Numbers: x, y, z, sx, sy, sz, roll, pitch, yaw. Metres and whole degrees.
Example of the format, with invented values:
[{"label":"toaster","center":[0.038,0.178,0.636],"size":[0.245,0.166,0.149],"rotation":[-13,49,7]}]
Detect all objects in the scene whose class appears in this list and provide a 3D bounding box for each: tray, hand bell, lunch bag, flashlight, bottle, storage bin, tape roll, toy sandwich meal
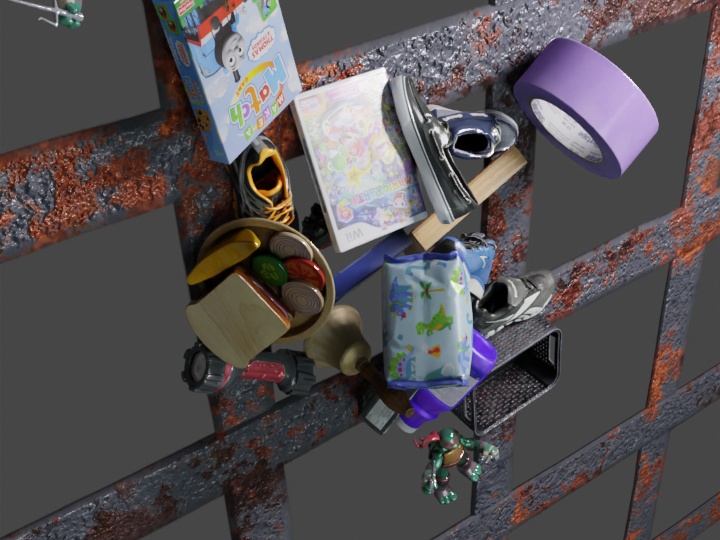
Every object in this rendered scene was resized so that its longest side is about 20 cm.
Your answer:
[{"label":"tray","center":[0.146,-0.096,1.408],"size":[0.199,0.037,0.099],"rotation":[-41,178,-12]},{"label":"hand bell","center":[0.012,0.142,1.369],"size":[0.103,0.200,0.106],"rotation":[-19,128,-27]},{"label":"lunch bag","center":[0.090,0.070,1.286],"size":[0.200,0.125,0.174],"rotation":[25,64,-76]},{"label":"flashlight","center":[-0.147,0.140,1.333],"size":[0.198,0.068,0.069],"rotation":[15,106,-43]},{"label":"bottle","center":[0.127,0.178,1.535],"size":[0.201,0.083,0.065],"rotation":[-51,180,28]},{"label":"storage bin","center":[0.236,0.164,1.641],"size":[0.198,0.094,0.137],"rotation":[-28,133,-23]},{"label":"tape roll","center":[0.318,-0.229,1.385],"size":[0.085,0.200,0.200],"rotation":[-47,136,-2]},{"label":"toy sandwich meal","center":[-0.130,0.029,1.213],"size":[0.071,0.201,0.208],"rotation":[-68,161,-55]}]

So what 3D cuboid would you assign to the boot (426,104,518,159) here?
[{"label":"boot","center":[0.169,-0.183,1.370],"size":[0.197,0.090,0.074],"rotation":[-3,119,-38]}]

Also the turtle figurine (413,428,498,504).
[{"label":"turtle figurine","center":[0.161,0.324,1.672],"size":[0.147,0.102,0.201],"rotation":[-22,148,-6]}]

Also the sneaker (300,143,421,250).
[{"label":"sneaker","center":[0.009,-0.081,1.317],"size":[0.200,0.071,0.099],"rotation":[-39,133,-15]}]

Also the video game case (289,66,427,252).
[{"label":"video game case","center":[0.000,-0.142,1.243],"size":[0.141,0.018,0.204],"rotation":[-22,101,-27]}]

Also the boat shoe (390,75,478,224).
[{"label":"boat shoe","center":[0.096,-0.162,1.267],"size":[0.056,0.069,0.203],"rotation":[-20,96,13]}]

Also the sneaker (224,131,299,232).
[{"label":"sneaker","center":[-0.116,-0.092,1.204],"size":[0.078,0.077,0.202],"rotation":[-37,136,-16]}]

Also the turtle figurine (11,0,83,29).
[{"label":"turtle figurine","center":[-0.258,-0.320,0.925],"size":[0.199,0.101,0.151],"rotation":[-24,150,-48]}]

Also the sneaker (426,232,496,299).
[{"label":"sneaker","center":[0.154,-0.023,1.462],"size":[0.090,0.078,0.200],"rotation":[-65,159,-4]}]

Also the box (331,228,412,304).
[{"label":"box","center":[0.000,0.000,1.338],"size":[0.199,0.033,0.121],"rotation":[-38,179,-15]}]

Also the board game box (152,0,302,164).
[{"label":"board game box","center":[-0.140,-0.245,1.077],"size":[0.152,0.036,0.202],"rotation":[-52,144,-33]}]

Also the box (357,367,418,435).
[{"label":"box","center":[0.073,0.144,1.464],"size":[0.051,0.158,0.201],"rotation":[38,90,-2]}]

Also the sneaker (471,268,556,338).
[{"label":"sneaker","center":[0.248,0.043,1.582],"size":[0.198,0.067,0.091],"rotation":[-27,153,-22]}]
